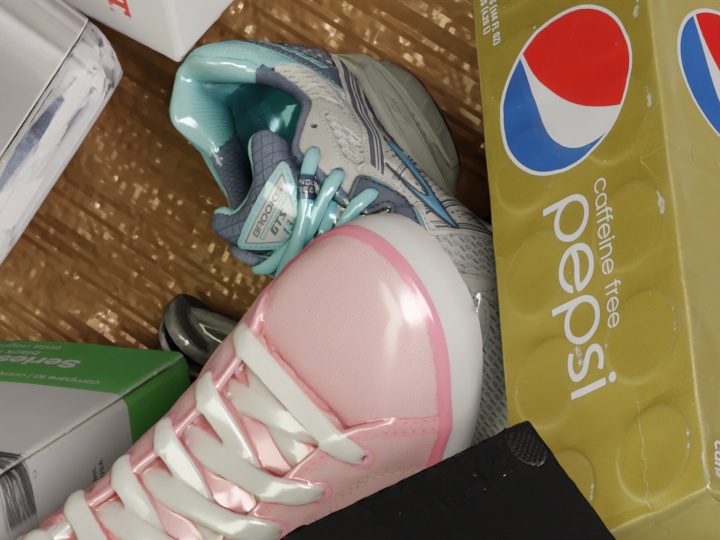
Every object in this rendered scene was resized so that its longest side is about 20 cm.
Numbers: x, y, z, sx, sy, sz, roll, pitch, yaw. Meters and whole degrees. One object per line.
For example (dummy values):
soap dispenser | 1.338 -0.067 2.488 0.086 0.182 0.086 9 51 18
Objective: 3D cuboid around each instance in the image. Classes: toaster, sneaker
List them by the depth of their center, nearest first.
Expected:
sneaker | -0.044 0.073 0.808 0.075 0.105 0.200 48 129 20
sneaker | 0.000 0.000 0.856 0.078 0.086 0.200 -57 43 19
toaster | -0.158 -0.058 0.911 0.129 0.200 0.114 33 72 -9

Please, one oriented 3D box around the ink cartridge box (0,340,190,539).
ink cartridge box | -0.130 0.120 0.901 0.084 0.200 0.146 5 107 24

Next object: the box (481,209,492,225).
box | 0.129 -0.010 0.818 0.200 0.044 0.160 -45 43 26

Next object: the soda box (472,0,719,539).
soda box | 0.081 -0.011 0.788 0.068 0.064 0.200 -29 53 39

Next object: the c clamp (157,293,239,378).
c clamp | -0.085 0.081 0.994 0.200 0.027 0.171 -36 84 27

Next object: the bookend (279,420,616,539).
bookend | 0.024 0.181 0.732 0.200 0.092 0.199 53 135 16

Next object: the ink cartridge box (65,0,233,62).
ink cartridge box | -0.118 -0.173 0.885 0.200 0.084 0.146 28 154 21
